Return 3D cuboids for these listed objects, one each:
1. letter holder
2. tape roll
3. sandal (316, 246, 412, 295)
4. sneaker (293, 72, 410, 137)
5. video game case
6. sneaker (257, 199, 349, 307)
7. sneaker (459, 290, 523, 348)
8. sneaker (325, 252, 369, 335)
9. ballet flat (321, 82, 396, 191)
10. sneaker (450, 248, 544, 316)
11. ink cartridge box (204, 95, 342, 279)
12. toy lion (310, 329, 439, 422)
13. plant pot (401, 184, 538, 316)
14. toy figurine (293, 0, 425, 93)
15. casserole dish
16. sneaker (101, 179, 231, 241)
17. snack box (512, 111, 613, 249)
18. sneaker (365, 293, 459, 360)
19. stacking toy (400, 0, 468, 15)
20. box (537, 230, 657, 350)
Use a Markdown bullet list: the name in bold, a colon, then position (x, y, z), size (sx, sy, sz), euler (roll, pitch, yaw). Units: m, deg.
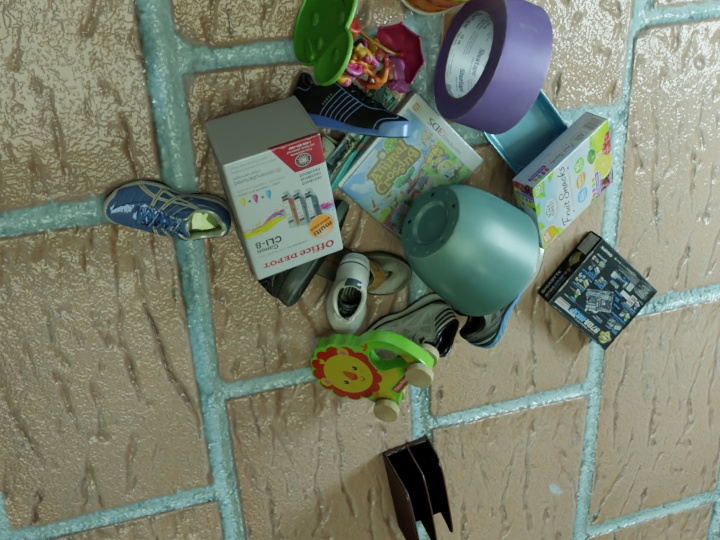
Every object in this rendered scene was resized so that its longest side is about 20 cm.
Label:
- **letter holder**: position (0.126, 0.460, 1.565), size (0.099, 0.142, 0.202), euler (-17, 118, -10)
- **tape roll**: position (0.196, -0.315, 1.202), size (0.084, 0.200, 0.202), euler (11, 110, -22)
- **sandal**: position (0.000, 0.000, 1.361), size (0.198, 0.055, 0.082), euler (18, 107, -25)
- **sneaker**: position (-0.014, -0.246, 1.187), size (0.198, 0.070, 0.079), euler (14, 102, 19)
- **video game case**: position (0.084, -0.167, 1.333), size (0.182, 0.022, 0.200), euler (38, 97, -29)
- **sneaker**: position (-0.103, -0.051, 1.288), size (0.114, 0.076, 0.200), euler (33, 76, 7)
- **sneaker**: position (0.225, 0.038, 1.363), size (0.082, 0.071, 0.202), euler (12, 104, -24)
- **sneaker**: position (-0.027, 0.057, 1.332), size (0.072, 0.071, 0.201), euler (12, 141, 4)
- **ballet flat**: position (-0.023, -0.210, 1.259), size (0.074, 0.074, 0.201), euler (33, 98, -28)
- **sneaker**: position (0.235, 0.000, 1.430), size (0.145, 0.077, 0.204), euler (18, 108, -28)
- **ink cartridge box**: position (-0.125, -0.121, 1.166), size (0.144, 0.145, 0.202), euler (-20, 129, -10)
- **toy lion**: position (0.012, 0.169, 1.387), size (0.190, 0.069, 0.200), euler (31, 134, -7)
- **plant pot**: position (0.164, -0.048, 1.298), size (0.160, 0.201, 0.202), euler (28, 103, -38)
- **toy figurine**: position (0.019, -0.320, 1.162), size (0.183, 0.202, 0.150), euler (18, 137, -37)
- **casserole dish**: position (0.275, -0.245, 1.354), size (0.121, 0.039, 0.200), euler (-44, 119, 4)
- **sneaker**: position (-0.290, -0.089, 1.208), size (0.197, 0.077, 0.077), euler (2, 113, -20)
- **snack box**: position (0.352, -0.155, 1.366), size (0.200, 0.053, 0.143), euler (-41, 135, -18)
- **sneaker**: position (0.086, 0.126, 1.414), size (0.199, 0.116, 0.076), euler (-34, 120, -1)
- **stacking toy**: position (0.134, -0.429, 1.127), size (0.144, 0.200, 0.148), euler (-7, 116, -15)
- **box**: position (0.464, 0.042, 1.546), size (0.199, 0.046, 0.159), euler (35, 99, -29)
